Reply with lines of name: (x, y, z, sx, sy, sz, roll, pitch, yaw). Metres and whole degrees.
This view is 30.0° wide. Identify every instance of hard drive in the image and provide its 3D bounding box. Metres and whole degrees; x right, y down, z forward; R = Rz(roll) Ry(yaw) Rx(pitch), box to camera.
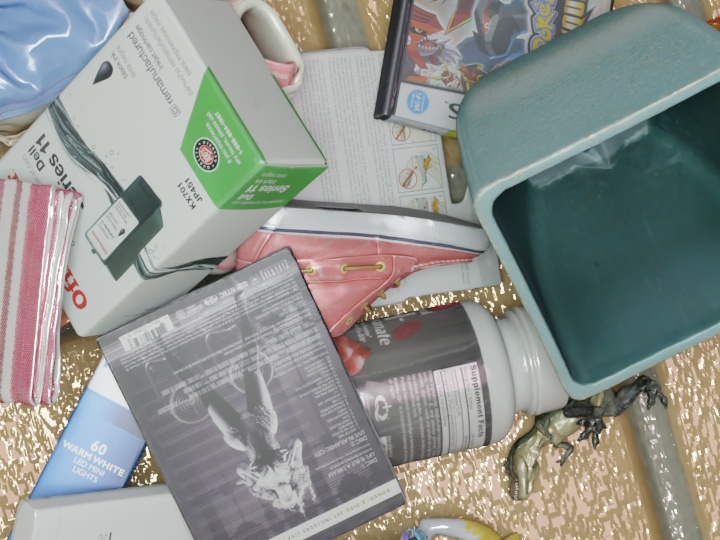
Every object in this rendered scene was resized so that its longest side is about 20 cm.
hard drive: (-0.163, 0.217, 0.950, 0.199, 0.027, 0.133, 3, 104, -47)

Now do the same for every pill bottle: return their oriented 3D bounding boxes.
pill bottle: (0.051, 0.084, 1.013, 0.198, 0.111, 0.112, -11, 89, -7)

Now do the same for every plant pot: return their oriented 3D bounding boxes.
plant pot: (0.175, -0.073, 0.948, 0.194, 0.201, 0.197, -27, 125, 6)

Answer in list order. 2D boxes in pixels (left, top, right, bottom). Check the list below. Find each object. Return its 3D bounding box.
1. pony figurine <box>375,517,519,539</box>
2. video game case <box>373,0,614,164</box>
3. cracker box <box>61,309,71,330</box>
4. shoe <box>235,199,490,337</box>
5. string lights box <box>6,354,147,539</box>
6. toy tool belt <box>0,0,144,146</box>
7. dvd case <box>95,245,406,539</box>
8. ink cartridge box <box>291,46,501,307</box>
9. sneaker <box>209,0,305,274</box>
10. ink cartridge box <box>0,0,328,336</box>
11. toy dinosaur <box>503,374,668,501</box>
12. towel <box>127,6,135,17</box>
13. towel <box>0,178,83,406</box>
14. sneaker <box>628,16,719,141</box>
pony figurine: (0.031, 0.272, 1.000, 0.198, 0.167, 0.195, -1, 56, -4)
video game case: (0.112, -0.197, 1.055, 0.179, 0.025, 0.202, 11, 85, -19)
cracker box: (-0.328, 0.024, 0.995, 0.199, 0.058, 0.135, -27, 91, -8)
shoe: (0.000, 0.000, 0.986, 0.198, 0.071, 0.092, 4, 99, -24)
string lights box: (-0.204, 0.156, 0.983, 0.059, 0.103, 0.201, 27, 84, -6)
toy tool belt: (-0.215, -0.176, 0.949, 0.199, 0.123, 0.125, -37, 86, -8)
dvd case: (-0.074, 0.105, 0.936, 0.148, 0.016, 0.202, -25, 99, -1)
ink cartridge box: (0.011, -0.073, 1.050, 0.172, 0.043, 0.202, -8, 89, -21)
sneaker: (-0.092, -0.102, 0.969, 0.075, 0.104, 0.203, 4, 81, -40)
ink cartridge box: (-0.142, -0.069, 0.917, 0.200, 0.083, 0.147, -40, 74, 27)
toy dinosaur: (0.185, 0.100, 1.041, 0.200, 0.088, 0.048, -45, 108, -6)
towel: (-0.176, -0.097, 1.031, 0.132, 0.034, 0.202, -25, 92, -6)
towel: (-0.280, 0.010, 0.919, 0.198, 0.030, 0.148, 5, 87, 26)
sneaker: (0.288, -0.159, 1.084, 0.198, 0.073, 0.078, -17, 113, -4)
